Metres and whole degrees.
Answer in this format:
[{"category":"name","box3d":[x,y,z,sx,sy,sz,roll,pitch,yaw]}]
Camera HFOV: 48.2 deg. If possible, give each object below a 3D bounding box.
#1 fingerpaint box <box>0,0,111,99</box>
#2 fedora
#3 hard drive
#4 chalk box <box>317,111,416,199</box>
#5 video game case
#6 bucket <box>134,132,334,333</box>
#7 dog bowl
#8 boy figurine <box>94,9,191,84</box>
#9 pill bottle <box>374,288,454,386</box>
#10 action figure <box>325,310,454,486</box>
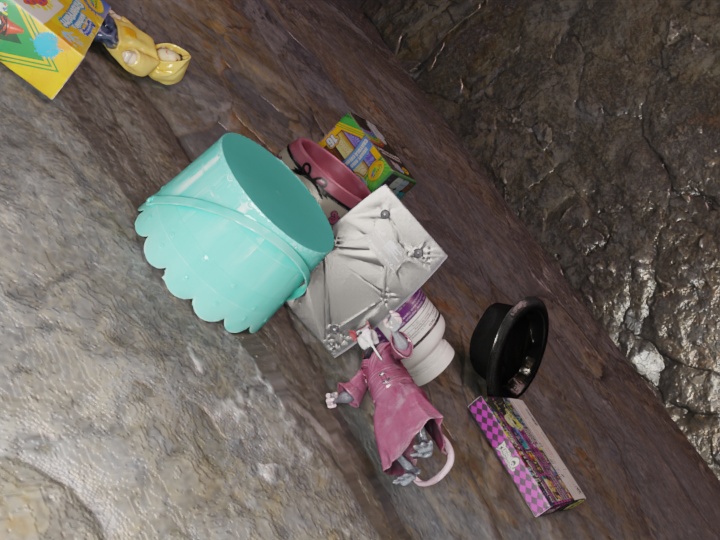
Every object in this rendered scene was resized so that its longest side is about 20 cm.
[{"category":"fingerpaint box","box3d":[-0.397,-0.314,0.952,0.166,0.073,0.201,37,22,-27]},{"category":"fedora","box3d":[0.252,0.132,1.428,0.091,0.203,0.200,22,-2,40]},{"category":"hard drive","box3d":[0.000,0.000,1.038,0.135,0.200,0.042,47,10,-4]},{"category":"chalk box","box3d":[0.014,-0.177,1.535,0.201,0.124,0.124,56,20,20]},{"category":"video game case","box3d":[0.275,0.299,1.317,0.180,0.036,0.201,17,36,-56]},{"category":"bucket","box3d":[-0.135,-0.045,0.916,0.207,0.135,0.208,42,20,-19]},{"category":"dog bowl","box3d":[-0.060,-0.138,1.331,0.199,0.074,0.201,37,16,-13]},{"category":"boy figurine","box3d":[-0.328,-0.325,1.148,0.199,0.064,0.125,27,25,-41]},{"category":"pill bottle","box3d":[0.042,0.062,1.131,0.201,0.112,0.113,51,18,-10]},{"category":"action figure","box3d":[0.045,0.140,0.966,0.148,0.134,0.202,28,30,-47]}]
